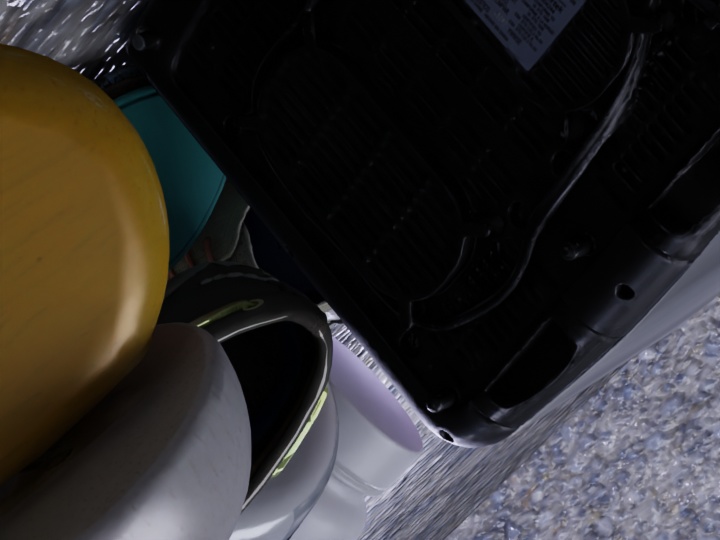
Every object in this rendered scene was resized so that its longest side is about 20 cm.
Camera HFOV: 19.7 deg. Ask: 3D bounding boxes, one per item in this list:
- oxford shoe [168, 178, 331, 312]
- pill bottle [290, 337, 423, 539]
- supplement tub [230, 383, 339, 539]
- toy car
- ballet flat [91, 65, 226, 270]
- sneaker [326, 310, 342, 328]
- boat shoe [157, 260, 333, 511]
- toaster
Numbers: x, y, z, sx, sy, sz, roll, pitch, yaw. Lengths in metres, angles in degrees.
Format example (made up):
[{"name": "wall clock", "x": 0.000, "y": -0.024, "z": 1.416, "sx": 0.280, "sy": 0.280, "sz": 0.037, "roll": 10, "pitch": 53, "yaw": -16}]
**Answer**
[{"name": "oxford shoe", "x": -0.062, "y": 0.002, "z": 0.698, "sx": 0.199, "sy": 0.071, "sz": 0.074, "roll": -27, "pitch": -179, "yaw": -12}, {"name": "pill bottle", "x": -0.069, "y": 0.129, "z": 1.092, "sx": 0.200, "sy": 0.113, "sz": 0.113, "roll": -44, "pitch": 168, "yaw": 11}, {"name": "supplement tub", "x": -0.095, "y": 0.102, "z": 0.889, "sx": 0.122, "sy": 0.123, "sz": 0.200, "roll": -33, "pitch": 165, "yaw": -37}, {"name": "toy car", "x": -0.138, "y": 0.024, "z": 0.459, "sx": 0.200, "sy": 0.175, "sz": 0.150, "roll": -41, "pitch": -155, "yaw": -8}, {"name": "ballet flat", "x": -0.105, "y": -0.003, "z": 0.614, "sx": 0.074, "sy": 0.074, "sz": 0.200, "roll": -50, "pitch": -178, "yaw": 36}, {"name": "sneaker", "x": 0.000, "y": 0.000, "z": 0.925, "sx": 0.076, "sy": 0.088, "sz": 0.200, "roll": -38, "pitch": 169, "yaw": -27}, {"name": "boat shoe", "x": -0.087, "y": 0.077, "z": 0.619, "sx": 0.202, "sy": 0.072, "sz": 0.060, "roll": -47, "pitch": -160, "yaw": -12}, {"name": "toaster", "x": 0.054, "y": -0.065, "z": 0.597, "sx": 0.118, "sy": 0.200, "sz": 0.181, "roll": -22, "pitch": 157, "yaw": -48}]
